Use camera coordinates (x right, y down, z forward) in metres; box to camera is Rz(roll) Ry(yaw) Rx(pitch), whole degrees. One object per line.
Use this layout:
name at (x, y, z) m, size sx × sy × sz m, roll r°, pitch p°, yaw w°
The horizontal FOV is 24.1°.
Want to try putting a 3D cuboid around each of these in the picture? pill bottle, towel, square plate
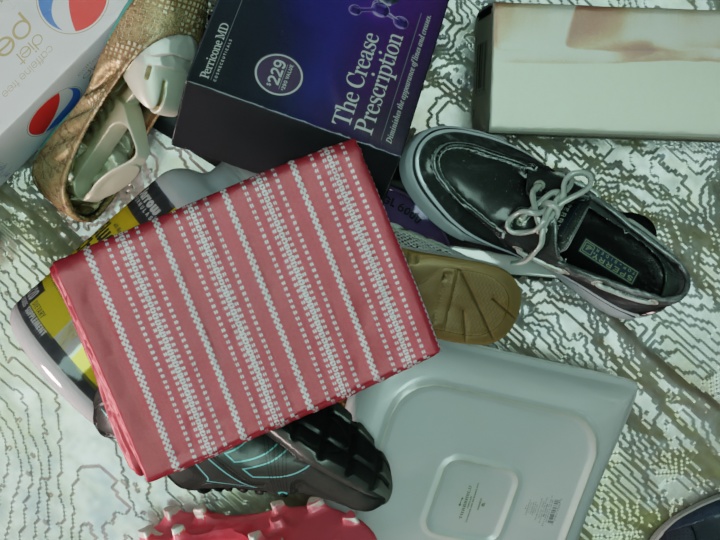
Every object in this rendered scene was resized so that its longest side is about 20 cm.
pill bottle at (-0.124, 0.004, 1.113) m, size 0.200 × 0.112 × 0.112 m, roll -42°, pitch 94°, yaw -1°
towel at (-0.068, 0.024, 1.001) m, size 0.200 × 0.022 × 0.145 m, roll -23°, pitch 97°, yaw -6°
square plate at (0.072, 0.148, 1.130) m, size 0.198 × 0.028 × 0.200 m, roll 14°, pitch 104°, yaw -17°

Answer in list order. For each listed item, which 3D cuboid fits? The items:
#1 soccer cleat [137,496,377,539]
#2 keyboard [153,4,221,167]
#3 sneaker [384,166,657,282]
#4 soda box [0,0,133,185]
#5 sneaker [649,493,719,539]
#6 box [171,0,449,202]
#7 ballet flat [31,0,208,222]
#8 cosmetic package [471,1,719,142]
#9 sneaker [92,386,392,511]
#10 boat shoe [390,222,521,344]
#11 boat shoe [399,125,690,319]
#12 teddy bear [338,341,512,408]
soccer cleat at (-0.063, 0.195, 1.109) m, size 0.200 × 0.067 × 0.077 m, roll -4°, pitch 113°, yaw 37°
keyboard at (-0.094, -0.129, 1.146) m, size 0.200 × 0.040 × 0.104 m, roll 31°, pitch 91°, yaw -4°
sneaker at (0.102, -0.044, 1.130) m, size 0.200 × 0.076 × 0.088 m, roll 1°, pitch 109°, yaw -3°
soda box at (-0.202, -0.150, 1.113) m, size 0.200 × 0.064 × 0.068 m, roll -44°, pitch 78°, yaw 4°
sneaker at (0.208, 0.234, 1.123) m, size 0.202 × 0.146 × 0.077 m, roll -42°, pitch 92°, yaw -2°
box at (-0.023, -0.154, 1.085) m, size 0.141 × 0.079 × 0.200 m, roll 17°, pitch 59°, yaw -2°
ballet flat at (-0.145, -0.108, 1.098) m, size 0.065 × 0.070 × 0.200 m, roll 55°, pitch 126°, yaw 28°
cosmetic package at (0.179, -0.131, 1.128) m, size 0.200 × 0.103 × 0.087 m, roll 2°, pitch 93°, yaw -4°
sneaker at (-0.075, 0.105, 1.065) m, size 0.200 × 0.075 × 0.079 m, roll 28°, pitch 114°, yaw -8°
boat shoe at (0.000, 0.000, 1.074) m, size 0.200 × 0.069 × 0.071 m, roll 17°, pitch 100°, yaw -13°
boat shoe at (0.119, -0.031, 1.068) m, size 0.199 × 0.068 × 0.074 m, roll 35°, pitch 77°, yaw -9°
teddy bear at (0.013, 0.078, 1.135) m, size 0.200 × 0.067 × 0.145 m, roll -2°, pitch 113°, yaw -6°
